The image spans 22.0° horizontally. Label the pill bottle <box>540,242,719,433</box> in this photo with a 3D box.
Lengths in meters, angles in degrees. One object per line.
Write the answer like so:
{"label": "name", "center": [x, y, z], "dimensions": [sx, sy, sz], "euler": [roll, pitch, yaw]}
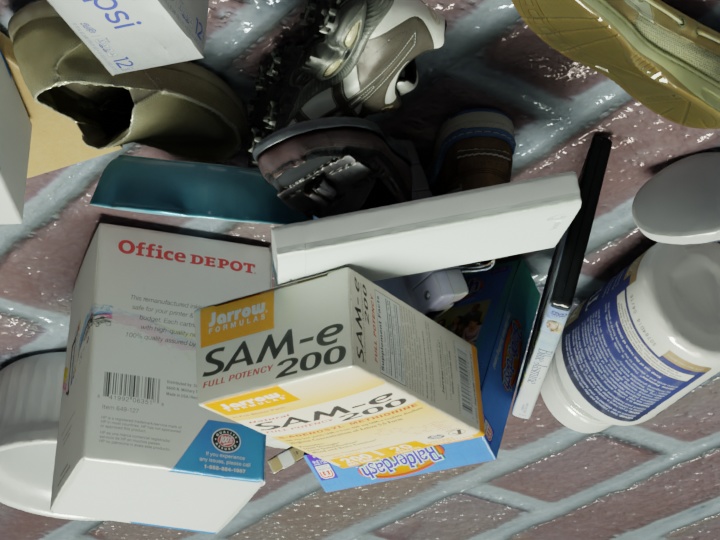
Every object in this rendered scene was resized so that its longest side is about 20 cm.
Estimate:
{"label": "pill bottle", "center": [0.228, 0.060, 1.512], "dimensions": [0.110, 0.112, 0.200], "euler": [13, 150, -20]}

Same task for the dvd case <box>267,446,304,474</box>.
{"label": "dvd case", "center": [0.014, 0.118, 1.585], "dimensions": [0.199, 0.016, 0.149], "euler": [-29, 176, -1]}

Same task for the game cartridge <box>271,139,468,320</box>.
{"label": "game cartridge", "center": [0.000, 0.000, 1.394], "dimensions": [0.038, 0.131, 0.200], "euler": [-14, 163, -34]}

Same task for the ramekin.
{"label": "ramekin", "center": [-0.261, 0.154, 1.730], "dimensions": [0.198, 0.099, 0.201], "euler": [1, 152, 1]}

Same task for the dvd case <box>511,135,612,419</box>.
{"label": "dvd case", "center": [0.150, 0.009, 1.387], "dimensions": [0.017, 0.144, 0.200], "euler": [16, 153, 4]}

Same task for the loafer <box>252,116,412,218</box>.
{"label": "loafer", "center": [-0.006, -0.057, 1.224], "dimensions": [0.071, 0.063, 0.200], "euler": [-23, 169, 19]}

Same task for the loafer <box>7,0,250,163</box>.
{"label": "loafer", "center": [-0.156, -0.111, 1.248], "dimensions": [0.075, 0.069, 0.199], "euler": [-23, 145, 39]}

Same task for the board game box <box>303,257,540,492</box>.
{"label": "board game box", "center": [0.052, 0.081, 1.470], "dimensions": [0.151, 0.201, 0.045], "euler": [-14, 123, 28]}

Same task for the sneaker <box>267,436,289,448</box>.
{"label": "sneaker", "center": [-0.039, 0.109, 1.680], "dimensions": [0.199, 0.074, 0.115], "euler": [-24, 159, 31]}

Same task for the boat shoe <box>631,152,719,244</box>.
{"label": "boat shoe", "center": [0.299, -0.054, 1.344], "dimensions": [0.198, 0.072, 0.066], "euler": [-19, 143, 18]}

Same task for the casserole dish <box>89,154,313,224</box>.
{"label": "casserole dish", "center": [-0.106, -0.055, 1.294], "dimensions": [0.120, 0.039, 0.200], "euler": [7, -178, 21]}

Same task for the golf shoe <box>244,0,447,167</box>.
{"label": "golf shoe", "center": [-0.014, -0.119, 1.222], "dimensions": [0.094, 0.078, 0.200], "euler": [13, 151, -21]}

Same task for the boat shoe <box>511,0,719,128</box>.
{"label": "boat shoe", "center": [0.172, -0.158, 1.170], "dimensions": [0.200, 0.064, 0.073], "euler": [29, 167, -31]}

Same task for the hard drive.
{"label": "hard drive", "center": [0.040, -0.022, 1.235], "dimensions": [0.198, 0.027, 0.132], "euler": [-10, 169, -4]}

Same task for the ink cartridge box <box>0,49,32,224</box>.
{"label": "ink cartridge box", "center": [-0.331, -0.097, 1.219], "dimensions": [0.198, 0.085, 0.145], "euler": [-1, 152, 3]}

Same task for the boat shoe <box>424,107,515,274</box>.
{"label": "boat shoe", "center": [0.074, -0.039, 1.372], "dimensions": [0.071, 0.073, 0.200], "euler": [1, 153, 0]}

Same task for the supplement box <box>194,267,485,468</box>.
{"label": "supplement box", "center": [-0.011, 0.074, 1.300], "dimensions": [0.125, 0.074, 0.200], "euler": [-16, 155, 26]}

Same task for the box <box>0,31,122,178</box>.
{"label": "box", "center": [-0.287, -0.118, 1.293], "dimensions": [0.162, 0.021, 0.200], "euler": [-14, 148, 26]}

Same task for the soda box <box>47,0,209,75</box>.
{"label": "soda box", "center": [-0.160, -0.198, 1.091], "dimensions": [0.068, 0.064, 0.200], "euler": [-8, 151, 20]}

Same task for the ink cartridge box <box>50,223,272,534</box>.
{"label": "ink cartridge box", "center": [-0.160, 0.088, 1.488], "dimensions": [0.146, 0.202, 0.145], "euler": [10, 154, -16]}
